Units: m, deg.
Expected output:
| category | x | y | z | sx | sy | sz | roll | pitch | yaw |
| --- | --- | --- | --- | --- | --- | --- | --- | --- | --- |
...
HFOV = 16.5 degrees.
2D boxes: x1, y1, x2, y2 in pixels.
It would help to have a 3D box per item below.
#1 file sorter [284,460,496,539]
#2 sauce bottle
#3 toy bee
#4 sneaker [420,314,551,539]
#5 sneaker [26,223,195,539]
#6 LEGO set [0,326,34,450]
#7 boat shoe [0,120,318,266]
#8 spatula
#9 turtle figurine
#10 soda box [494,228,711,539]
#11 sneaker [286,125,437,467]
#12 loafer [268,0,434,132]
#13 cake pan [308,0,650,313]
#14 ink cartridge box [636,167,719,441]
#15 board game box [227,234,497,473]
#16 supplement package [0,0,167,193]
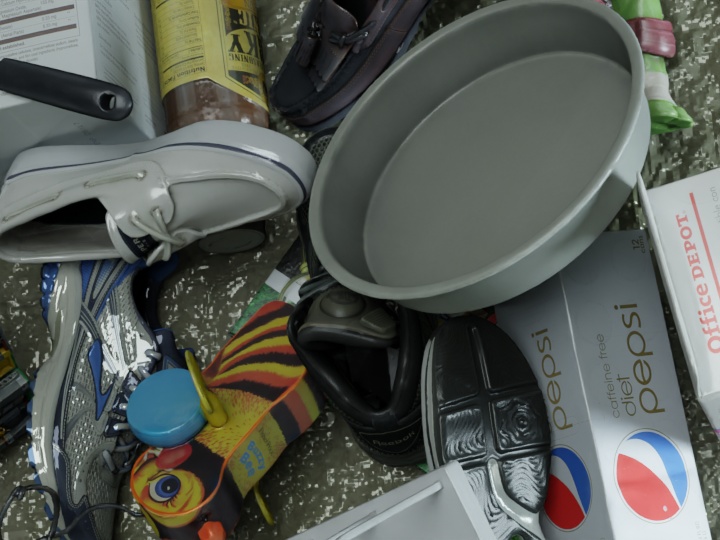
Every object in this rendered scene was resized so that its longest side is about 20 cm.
| category | x | y | z | sx | sy | sz | roll | pitch | yaw |
| --- | --- | --- | --- | --- | --- | --- | --- | --- | --- |
| file sorter | -0.024 | 0.209 | 1.251 | 0.200 | 0.124 | 0.139 | -29 | 87 | 36 |
| sauce bottle | -0.087 | -0.109 | 1.468 | 0.065 | 0.065 | 0.200 | -11 | 73 | 11 |
| toy bee | -0.082 | 0.112 | 1.356 | 0.200 | 0.131 | 0.109 | -53 | 50 | 2 |
| sneaker | 0.046 | 0.128 | 1.320 | 0.115 | 0.076 | 0.201 | -15 | 85 | 54 |
| sneaker | -0.140 | 0.065 | 1.425 | 0.085 | 0.077 | 0.200 | -2 | 74 | 10 |
| LEGO set | -0.270 | 0.050 | 1.398 | 0.116 | 0.200 | 0.154 | -37 | 77 | -13 |
| boat shoe | -0.119 | -0.036 | 1.381 | 0.200 | 0.072 | 0.066 | -1 | 51 | 23 |
| spatula | -0.214 | -0.113 | 1.360 | 0.200 | 0.021 | 0.057 | 15 | 92 | 15 |
| turtle figurine | 0.166 | -0.184 | 1.380 | 0.200 | 0.144 | 0.194 | 0 | 78 | 19 |
| soda box | 0.128 | 0.083 | 1.323 | 0.064 | 0.068 | 0.200 | -26 | 72 | 54 |
| sneaker | 0.000 | 0.000 | 1.362 | 0.076 | 0.114 | 0.200 | -12 | 69 | 9 |
| loafer | 0.007 | -0.164 | 1.424 | 0.200 | 0.063 | 0.072 | -45 | 48 | 24 |
| cake pan | 0.065 | -0.057 | 1.289 | 0.200 | 0.037 | 0.200 | -24 | 41 | 22 |
| ink cartridge box | 0.197 | 0.019 | 1.280 | 0.067 | 0.200 | 0.117 | -18 | 70 | 9 |
| board game box | 0.032 | 0.049 | 1.411 | 0.200 | 0.023 | 0.105 | 33 | 86 | 21 |
| supplement package | -0.209 | -0.158 | 1.465 | 0.150 | 0.152 | 0.200 | -12 | 72 | 11 |
